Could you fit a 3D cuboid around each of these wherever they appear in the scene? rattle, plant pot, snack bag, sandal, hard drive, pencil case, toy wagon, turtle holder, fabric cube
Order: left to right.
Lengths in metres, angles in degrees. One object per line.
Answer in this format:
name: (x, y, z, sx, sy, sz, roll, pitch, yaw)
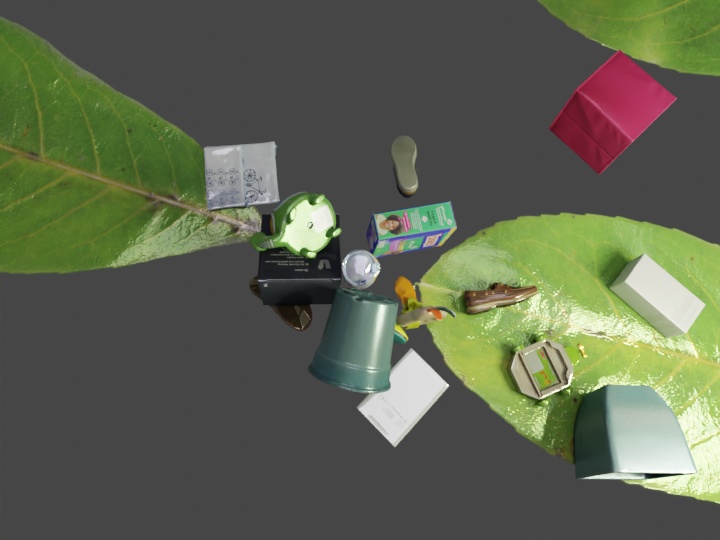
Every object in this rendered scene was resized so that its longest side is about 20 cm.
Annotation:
snack bag: (-0.319, -0.257, 1.456, 0.197, 0.021, 0.191, -5, 75, -6)
sandal: (-0.197, 0.083, 1.359, 0.199, 0.054, 0.080, 34, 62, 21)
turtle holder: (-0.148, -0.095, 1.234, 0.141, 0.131, 0.187, 42, 76, -36)
plant pot: (-0.004, 0.152, 1.244, 0.198, 0.200, 0.198, 13, 96, 0)
pencil case: (0.000, 0.000, 1.318, 0.090, 0.200, 0.084, -15, 86, -3)
hard drive: (0.104, 0.311, 1.330, 0.132, 0.027, 0.200, 44, 77, 8)
rattle: (0.155, 0.066, 1.309, 0.128, 0.200, 0.145, 6, 74, -2)
toy wagon: (0.479, 0.243, 1.369, 0.198, 0.040, 0.157, -21, 78, -10)
fabric cube: (0.682, -0.428, 1.484, 0.196, 0.200, 0.199, -42, 79, -13)
plant pot: (0.621, 0.379, 1.271, 0.193, 0.197, 0.202, 1, 65, -4)

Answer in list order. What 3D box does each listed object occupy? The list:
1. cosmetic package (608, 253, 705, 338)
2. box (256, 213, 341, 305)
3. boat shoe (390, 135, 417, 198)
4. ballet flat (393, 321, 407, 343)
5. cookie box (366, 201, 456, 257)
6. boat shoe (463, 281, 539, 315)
cosmetic package: (0.775, 0.067, 1.414, 0.200, 0.085, 0.108, 43, 76, 8)
box: (-0.146, -0.028, 1.331, 0.194, 0.118, 0.202, 0, 56, -4)
boat shoe: (0.121, -0.285, 1.476, 0.074, 0.062, 0.202, -4, 60, 0)
ballet flat: (0.032, 0.120, 1.360, 0.198, 0.067, 0.068, 19, 61, 2)
cookie box: (0.124, -0.100, 1.369, 0.198, 0.171, 0.076, -11, 78, -7)
boat shoe: (0.362, 0.061, 1.393, 0.198, 0.072, 0.068, -13, 78, -5)
